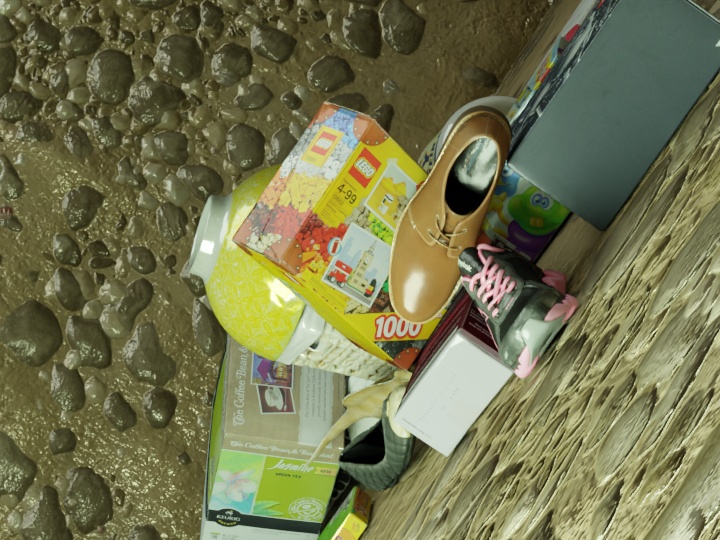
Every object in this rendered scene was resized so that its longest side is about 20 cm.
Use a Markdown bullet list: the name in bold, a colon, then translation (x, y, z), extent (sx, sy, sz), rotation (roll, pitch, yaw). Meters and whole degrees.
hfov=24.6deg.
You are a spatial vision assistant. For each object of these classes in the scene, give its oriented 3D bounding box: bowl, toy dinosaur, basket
- **bowl**: translation (-0.107, -0.021, 1.624), extent (0.200, 0.107, 0.201), rotation (-163, 90, -78)
- **toy dinosaur**: translation (0.020, 0.126, 1.617), extent (0.101, 0.059, 0.200), rotation (-2, -27, -39)
- **basket**: translation (0.000, 0.000, 1.661), extent (0.136, 0.123, 0.201), rotation (133, 151, -67)

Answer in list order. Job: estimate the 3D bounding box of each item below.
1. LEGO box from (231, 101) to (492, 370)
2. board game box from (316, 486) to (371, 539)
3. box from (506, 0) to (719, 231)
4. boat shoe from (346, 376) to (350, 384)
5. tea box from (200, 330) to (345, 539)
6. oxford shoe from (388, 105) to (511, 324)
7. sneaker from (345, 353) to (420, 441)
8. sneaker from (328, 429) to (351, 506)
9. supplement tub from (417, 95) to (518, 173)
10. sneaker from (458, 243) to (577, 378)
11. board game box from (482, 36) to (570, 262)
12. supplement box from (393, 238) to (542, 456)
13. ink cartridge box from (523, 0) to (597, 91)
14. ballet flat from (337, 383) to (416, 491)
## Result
- **LEGO box**: translation (0.005, -0.028, 1.460), extent (0.077, 0.200, 0.149), rotation (25, 78, 47)
- **board game box**: translation (-0.055, 0.310, 1.626), extent (0.200, 0.030, 0.096), rotation (-53, 2, 9)
- **box**: translation (0.222, -0.157, 1.438), extent (0.201, 0.104, 0.182), rotation (-56, 4, 11)
- **boat shoe**: translation (0.005, 0.080, 1.918), extent (0.201, 0.071, 0.068), rotation (-63, 0, 34)
- **tea box**: translation (-0.096, 0.172, 1.816), extent (0.201, 0.133, 0.197), rotation (-90, 10, -45)
- **oxford shoe**: translation (0.070, -0.039, 1.387), extent (0.071, 0.071, 0.201), rotation (-78, 7, -68)
- **sneaker**: translation (0.038, 0.120, 1.729), extent (0.100, 0.074, 0.201), rotation (-100, 31, -58)
- **sneaker**: translation (-0.039, 0.239, 1.969), extent (0.200, 0.078, 0.090), rotation (-54, -18, -43)
- **supplement tub**: translation (0.140, -0.107, 1.878), extent (0.145, 0.145, 0.200), rotation (-56, 2, -13)
- **sneaker**: translation (0.115, 0.021, 1.317), extent (0.079, 0.095, 0.200), rotation (-53, 4, 8)
- **board game box**: translation (0.182, -0.116, 1.648), extent (0.200, 0.103, 0.105), rotation (-55, 3, 20)
- **supplement box**: translation (0.098, 0.064, 1.456), extent (0.109, 0.061, 0.200), rotation (-55, 4, 29)
- **ink cartridge box**: translation (0.291, -0.285, 1.935), extent (0.201, 0.085, 0.148), rotation (-55, 2, -15)
- **ballet flat**: translation (0.019, 0.158, 1.528), extent (0.200, 0.056, 0.067), rotation (111, 171, -61)
